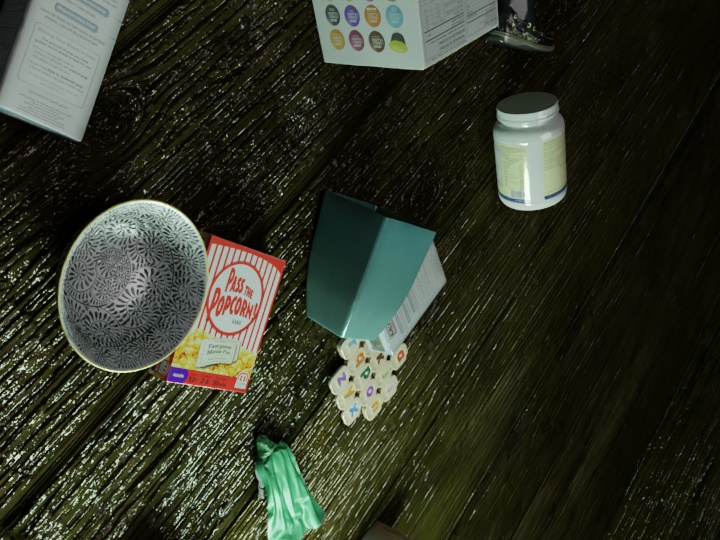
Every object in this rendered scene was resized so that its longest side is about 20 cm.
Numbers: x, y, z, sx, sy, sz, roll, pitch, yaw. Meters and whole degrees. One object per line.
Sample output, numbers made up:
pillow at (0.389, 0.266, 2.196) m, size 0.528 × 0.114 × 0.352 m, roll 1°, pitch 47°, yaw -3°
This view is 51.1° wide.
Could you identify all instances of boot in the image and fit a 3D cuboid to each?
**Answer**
boot at (0.330, -0.512, 1.467) m, size 0.201 × 0.073 × 0.158 m, roll -8°, pitch 113°, yaw -45°

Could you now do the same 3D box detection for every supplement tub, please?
supplement tub at (0.343, -0.242, 1.525) m, size 0.144 × 0.143 × 0.204 m, roll -36°, pitch 128°, yaw -36°

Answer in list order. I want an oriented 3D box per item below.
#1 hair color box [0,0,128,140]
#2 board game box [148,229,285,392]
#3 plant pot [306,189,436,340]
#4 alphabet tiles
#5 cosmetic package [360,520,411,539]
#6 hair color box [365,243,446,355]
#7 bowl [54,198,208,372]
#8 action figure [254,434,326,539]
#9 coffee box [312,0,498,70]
hair color box at (-0.316, -0.253, 0.788) m, size 0.098 × 0.060 × 0.204 m, roll 21°, pitch 87°, yaw -51°
board game box at (-0.197, 0.061, 1.058) m, size 0.150 × 0.046 × 0.205 m, roll 19°, pitch 88°, yaw -51°
plant pot at (0.000, 0.000, 1.207) m, size 0.140 × 0.140 × 0.204 m, roll 11°, pitch 101°, yaw -50°
alphabet tiles at (0.016, 0.176, 1.377) m, size 0.196 × 0.014 × 0.203 m, roll -45°, pitch 133°, yaw -31°
cosmetic package at (0.016, 0.601, 1.454) m, size 0.200 × 0.102 × 0.089 m, roll -43°, pitch 130°, yaw -34°
hair color box at (0.073, 0.042, 1.348) m, size 0.201 × 0.060 × 0.100 m, roll -50°, pitch 131°, yaw -34°
bowl at (-0.287, 0.009, 0.896) m, size 0.199 × 0.093 × 0.206 m, roll -21°, pitch 118°, yaw -45°
action figure at (-0.131, 0.352, 1.231) m, size 0.117 × 0.054 × 0.204 m, roll -33°, pitch 119°, yaw -37°
coffee box at (0.061, -0.422, 1.083) m, size 0.199 × 0.197 × 0.202 m, roll -38°, pitch 130°, yaw -36°
